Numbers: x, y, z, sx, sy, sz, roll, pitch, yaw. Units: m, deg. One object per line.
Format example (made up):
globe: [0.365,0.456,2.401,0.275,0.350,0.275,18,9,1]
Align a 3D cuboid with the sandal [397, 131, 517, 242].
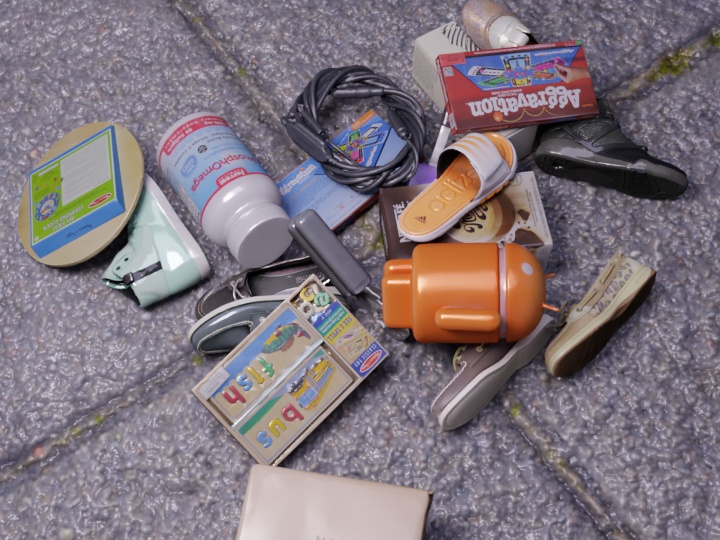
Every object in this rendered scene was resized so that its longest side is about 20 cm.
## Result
sandal: [0.122,-0.113,1.398,0.079,0.059,0.207,29,56,25]

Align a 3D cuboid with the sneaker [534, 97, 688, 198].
sneaker: [0.338,-0.164,1.512,0.198,0.076,0.115,17,68,15]

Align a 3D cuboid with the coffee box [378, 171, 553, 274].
coffee box: [0.127,-0.047,1.442,0.198,0.080,0.114,-7,59,-5]

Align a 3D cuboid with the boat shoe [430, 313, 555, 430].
boat shoe: [0.147,0.108,1.363,0.059,0.072,0.200,37,63,25]

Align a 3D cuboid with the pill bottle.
pill bottle: [-0.166,-0.099,1.443,0.108,0.109,0.200,-30,57,-16]

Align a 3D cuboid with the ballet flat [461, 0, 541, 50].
ballet flat: [0.219,-0.289,1.534,0.200,0.067,0.068,39,87,-16]

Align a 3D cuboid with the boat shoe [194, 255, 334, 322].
boat shoe: [-0.110,0.016,1.420,0.199,0.057,0.067,-16,62,-9]

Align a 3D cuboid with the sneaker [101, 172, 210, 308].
sneaker: [-0.289,-0.045,1.444,0.118,0.074,0.201,-31,66,-19]

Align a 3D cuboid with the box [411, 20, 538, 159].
box: [0.151,-0.234,1.549,0.068,0.082,0.200,-28,66,-17]

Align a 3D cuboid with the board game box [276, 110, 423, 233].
board game box: [-0.023,-0.120,1.510,0.200,0.019,0.103,-40,69,-20]

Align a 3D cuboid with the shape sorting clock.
shape sorting clock: [-0.354,-0.097,1.462,0.199,0.039,0.201,-15,57,24]

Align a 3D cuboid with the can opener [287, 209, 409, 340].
can opener: [0.000,0.000,1.385,0.067,0.053,0.200,-43,100,-21]

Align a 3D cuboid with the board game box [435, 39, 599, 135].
board game box: [0.200,-0.234,1.472,0.199,0.019,0.104,-9,79,-16]

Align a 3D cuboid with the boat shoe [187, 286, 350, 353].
boat shoe: [-0.105,0.071,1.382,0.199,0.073,0.062,-12,58,-13]

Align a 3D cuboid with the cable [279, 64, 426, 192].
cable: [0.005,-0.185,1.507,0.200,0.051,0.163,38,62,22]

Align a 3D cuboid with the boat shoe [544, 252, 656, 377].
boat shoe: [0.279,0.053,1.397,0.063,0.074,0.200,36,56,25]

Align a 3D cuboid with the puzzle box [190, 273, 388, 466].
puzzle box: [-0.081,0.119,1.340,0.133,0.025,0.200,46,77,-1]

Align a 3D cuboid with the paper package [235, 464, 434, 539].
paper package: [-0.035,0.319,1.224,0.198,0.104,0.192,9,61,4]

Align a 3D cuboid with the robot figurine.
robot figurine: [0.125,0.024,1.319,0.198,0.144,0.118,0,76,6]

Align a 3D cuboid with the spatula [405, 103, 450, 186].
spatula: [0.106,-0.171,1.498,0.056,0.021,0.201,17,96,-6]
